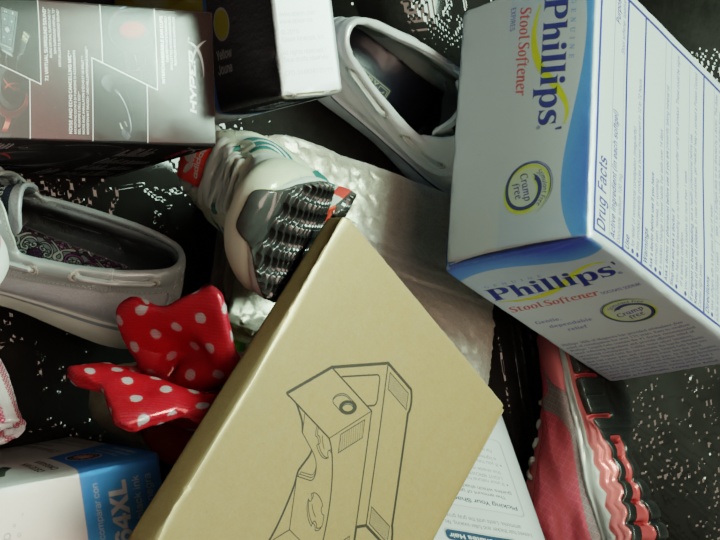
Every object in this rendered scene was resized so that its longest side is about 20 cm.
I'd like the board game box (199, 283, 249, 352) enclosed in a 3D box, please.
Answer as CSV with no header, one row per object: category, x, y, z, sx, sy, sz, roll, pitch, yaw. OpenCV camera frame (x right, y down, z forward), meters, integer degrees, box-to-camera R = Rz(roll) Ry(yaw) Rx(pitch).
board game box,-0.021,0.081,1.072,0.199,0.030,0.096,20,79,-25

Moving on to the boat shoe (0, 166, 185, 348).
boat shoe,-0.188,-0.022,0.921,0.200,0.072,0.070,18,40,-11

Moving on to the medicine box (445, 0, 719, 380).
medicine box,0.152,-0.053,1.071,0.200,0.103,0.183,32,54,-44

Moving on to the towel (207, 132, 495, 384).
towel,0.000,0.000,1.065,0.199,0.034,0.133,19,66,-26

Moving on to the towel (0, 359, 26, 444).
towel,-0.288,0.050,0.882,0.199,0.030,0.147,-12,54,-29

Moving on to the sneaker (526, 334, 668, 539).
sneaker,0.135,0.128,1.132,0.074,0.087,0.201,17,55,-56

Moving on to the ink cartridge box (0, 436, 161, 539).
ink cartridge box,-0.216,0.145,0.891,0.199,0.146,0.085,-7,93,-29

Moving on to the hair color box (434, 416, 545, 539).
hair color box,0.052,0.162,0.995,0.100,0.061,0.200,14,38,-27

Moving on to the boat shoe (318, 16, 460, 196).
boat shoe,0.050,-0.093,1.094,0.200,0.065,0.074,28,75,-26

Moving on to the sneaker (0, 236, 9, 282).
sneaker,-0.275,-0.032,0.834,0.199,0.105,0.076,5,45,8

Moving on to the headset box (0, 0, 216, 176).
headset box,-0.196,-0.094,0.909,0.199,0.149,0.075,-1,87,-29

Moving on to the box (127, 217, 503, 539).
box,-0.015,0.101,0.876,0.164,0.021,0.200,51,58,-34

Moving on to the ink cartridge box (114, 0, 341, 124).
ink cartridge box,-0.084,-0.182,0.948,0.047,0.197,0.201,-9,92,-30

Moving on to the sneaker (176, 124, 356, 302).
sneaker,-0.063,-0.037,0.922,0.093,0.200,0.071,28,96,6

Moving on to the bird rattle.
bird rattle,-0.080,0.081,0.932,0.200,0.163,0.113,12,73,-38
